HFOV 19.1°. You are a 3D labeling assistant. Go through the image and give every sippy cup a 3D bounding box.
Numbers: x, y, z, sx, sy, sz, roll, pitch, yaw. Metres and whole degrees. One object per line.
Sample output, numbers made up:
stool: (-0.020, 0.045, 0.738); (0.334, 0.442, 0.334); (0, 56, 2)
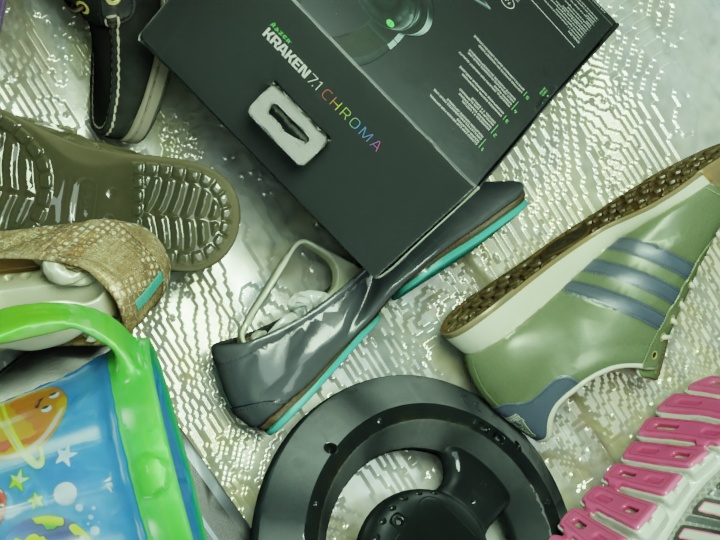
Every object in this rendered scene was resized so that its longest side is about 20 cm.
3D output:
sippy cup: (-0.144, 0.113, 1.000); (0.129, 0.140, 0.179); (-15, 78, -2)

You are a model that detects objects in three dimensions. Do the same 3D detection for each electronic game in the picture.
electronic game: (0.032, 0.153, 1.108); (0.199, 0.042, 0.202); (10, 70, -29)

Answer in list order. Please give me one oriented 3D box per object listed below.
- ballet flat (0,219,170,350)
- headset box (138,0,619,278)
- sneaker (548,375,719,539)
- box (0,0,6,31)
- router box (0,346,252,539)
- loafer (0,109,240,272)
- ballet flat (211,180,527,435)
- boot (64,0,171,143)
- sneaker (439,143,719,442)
ballet flat: (-0.192, 0.015, 1.046); (0.198, 0.065, 0.071); (-11, 120, 13)
headset box: (0.011, -0.119, 1.085); (0.174, 0.093, 0.200); (45, 43, -4)
sneaker: (0.182, 0.130, 1.153); (0.200, 0.073, 0.088); (-41, 117, -28)
box: (-0.255, -0.143, 0.948); (0.198, 0.039, 0.138); (9, 54, -9)
router box: (-0.143, 0.145, 1.084); (0.157, 0.052, 0.201); (-35, 91, -14)
loafer: (-0.157, -0.037, 1.101); (0.198, 0.067, 0.077); (16, 87, 5)
ballet flat: (0.000, 0.000, 1.129); (0.200, 0.073, 0.073); (-41, 93, -12)
boot: (-0.167, -0.163, 1.074); (0.149, 0.073, 0.202); (-3, 112, -25)
sneaker: (0.143, 0.016, 1.165); (0.199, 0.067, 0.090); (-33, 99, -15)
